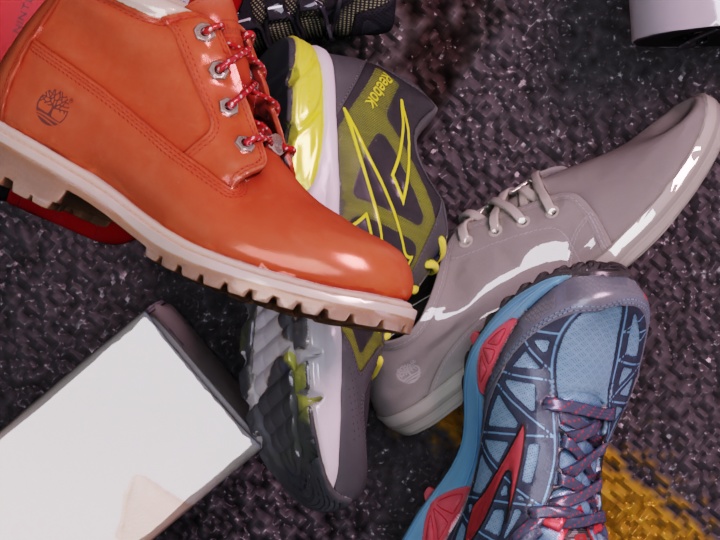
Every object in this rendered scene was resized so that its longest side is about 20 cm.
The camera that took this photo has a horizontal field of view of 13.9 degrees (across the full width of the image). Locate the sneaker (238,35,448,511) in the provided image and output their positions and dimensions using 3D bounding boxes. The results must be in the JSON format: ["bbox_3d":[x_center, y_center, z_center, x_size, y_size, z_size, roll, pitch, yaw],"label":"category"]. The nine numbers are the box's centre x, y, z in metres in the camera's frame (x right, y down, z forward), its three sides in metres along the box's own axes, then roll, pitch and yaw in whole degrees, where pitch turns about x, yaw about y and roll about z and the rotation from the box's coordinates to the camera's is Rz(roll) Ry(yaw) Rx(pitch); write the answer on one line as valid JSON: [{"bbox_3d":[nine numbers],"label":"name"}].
[{"bbox_3d":[0.000,0.000,1.224,0.084,0.074,0.201,4,75,-23],"label":"sneaker"}]

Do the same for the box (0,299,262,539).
[{"bbox_3d":[-0.139,0.106,1.271,0.200,0.095,0.078,-40,91,4],"label":"box"}]

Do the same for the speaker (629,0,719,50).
[{"bbox_3d":[0.147,-0.194,1.253,0.081,0.081,0.201,-3,87,3],"label":"speaker"}]

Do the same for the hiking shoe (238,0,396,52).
[{"bbox_3d":[-0.037,-0.122,1.268,0.101,0.076,0.200,37,92,7],"label":"hiking shoe"}]

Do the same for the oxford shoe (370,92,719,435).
[{"bbox_3d":[0.073,-0.011,1.267,0.200,0.075,0.058,-40,102,7],"label":"oxford shoe"}]

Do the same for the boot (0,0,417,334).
[{"bbox_3d":[-0.054,-0.048,1.145,0.200,0.075,0.107,28,91,14],"label":"boot"}]

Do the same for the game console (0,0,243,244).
[{"bbox_3d":[-0.128,-0.136,1.245,0.172,0.119,0.200,23,100,0],"label":"game console"}]

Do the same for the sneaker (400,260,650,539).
[{"bbox_3d":[0.083,0.093,1.232,0.079,0.096,0.200,4,120,-29],"label":"sneaker"}]
